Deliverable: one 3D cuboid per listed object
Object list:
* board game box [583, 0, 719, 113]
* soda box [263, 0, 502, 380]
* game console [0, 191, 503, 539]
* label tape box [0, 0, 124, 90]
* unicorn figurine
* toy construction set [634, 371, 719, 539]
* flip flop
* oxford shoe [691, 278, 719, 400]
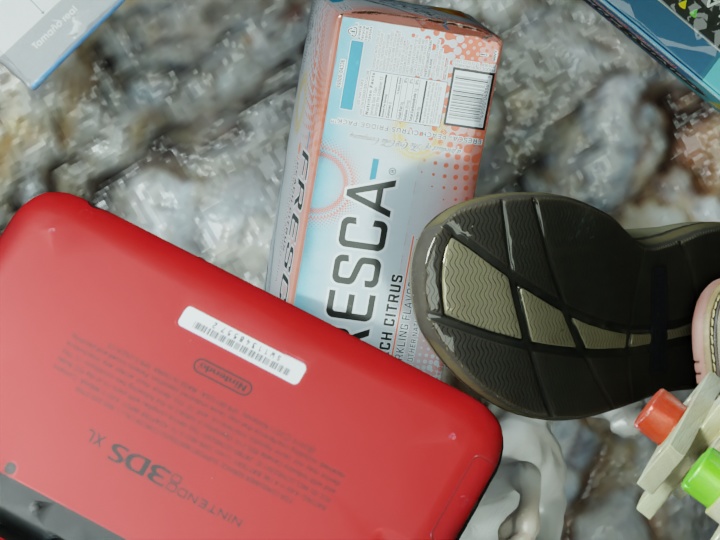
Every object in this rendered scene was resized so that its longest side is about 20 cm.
[{"bbox_3d":[0.157,-0.170,1.041,0.151,0.047,0.200,38,94,-18],"label":"board game box"},{"bbox_3d":[0.000,0.000,1.038,0.064,0.068,0.200,9,101,-11],"label":"soda box"},{"bbox_3d":[-0.068,0.097,1.020,0.200,0.119,0.172,27,74,12],"label":"game console"},{"bbox_3d":[-0.134,-0.184,0.970,0.143,0.066,0.200,-44,109,1],"label":"label tape box"},{"bbox_3d":[0.051,0.100,1.054,0.200,0.137,0.074,-37,118,14],"label":"unicorn figurine"},{"bbox_3d":[0.179,0.099,0.955,0.200,0.131,0.092,28,137,13],"label":"toy construction set"},{"bbox_3d":[0.082,0.010,1.033,0.200,0.058,0.081,-2,97,-50],"label":"flip flop"},{"bbox_3d":[0.192,0.086,1.045,0.071,0.074,0.200,-40,103,-47],"label":"oxford shoe"}]
